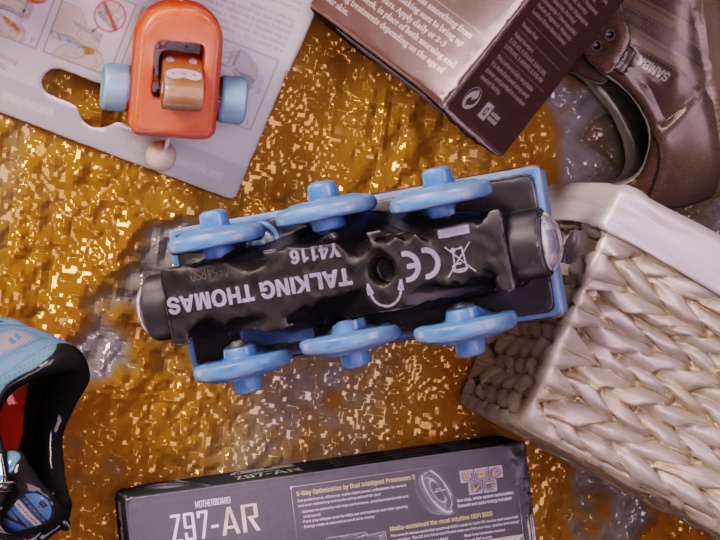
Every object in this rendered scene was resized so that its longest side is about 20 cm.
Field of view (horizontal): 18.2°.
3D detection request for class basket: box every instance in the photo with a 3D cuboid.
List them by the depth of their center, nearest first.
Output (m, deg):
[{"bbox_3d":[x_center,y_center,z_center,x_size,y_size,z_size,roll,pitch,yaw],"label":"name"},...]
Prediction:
[{"bbox_3d":[0.163,0.055,1.083,0.199,0.136,0.124,27,87,-11],"label":"basket"}]

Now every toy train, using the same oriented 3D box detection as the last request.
[{"bbox_3d":[0.000,0.000,1.023,0.199,0.114,0.087,-10,93,17],"label":"toy train"},{"bbox_3d":[-0.141,-0.124,1.023,0.199,0.056,0.151,9,103,-12],"label":"toy train"}]

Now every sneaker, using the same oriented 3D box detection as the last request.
[{"bbox_3d":[-0.176,0.110,0.993,0.078,0.090,0.201,40,59,-51],"label":"sneaker"},{"bbox_3d":[0.133,-0.128,1.107,0.075,0.070,0.201,-14,91,-9],"label":"sneaker"}]

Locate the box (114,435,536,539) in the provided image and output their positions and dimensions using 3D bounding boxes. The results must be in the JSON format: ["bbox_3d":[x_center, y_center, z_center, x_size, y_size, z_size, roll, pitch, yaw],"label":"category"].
[{"bbox_3d":[-0.011,0.172,1.087,0.199,0.044,0.161,-8,92,-13],"label":"box"}]

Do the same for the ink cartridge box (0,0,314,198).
[{"bbox_3d":[-0.096,-0.156,1.075,0.159,0.047,0.201,20,102,-13],"label":"ink cartridge box"}]

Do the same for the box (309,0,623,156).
[{"bbox_3d":[0.080,-0.166,1.056,0.100,0.075,0.200,40,95,32],"label":"box"}]
